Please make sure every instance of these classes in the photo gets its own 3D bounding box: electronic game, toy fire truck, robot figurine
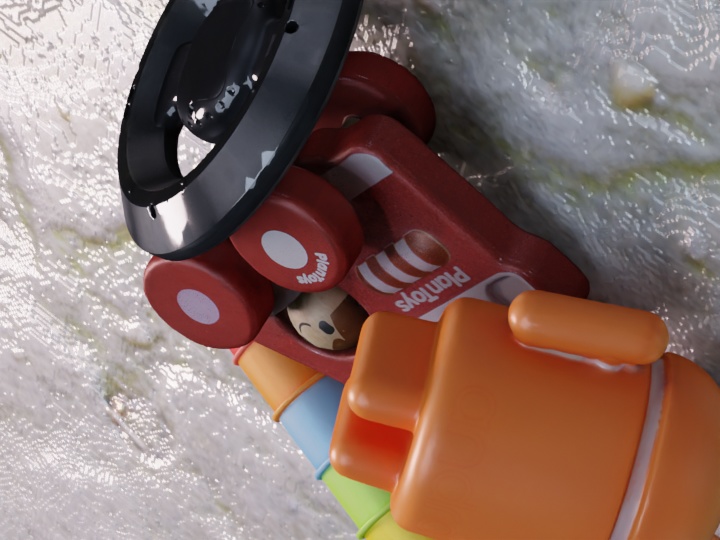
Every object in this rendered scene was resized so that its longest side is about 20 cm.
[{"bbox_3d":[-0.058,-0.098,1.231,0.042,0.201,0.200,25,150,-26],"label":"electronic game"},{"bbox_3d":[0.000,0.000,1.289,0.168,0.112,0.200,42,142,-12],"label":"toy fire truck"},{"bbox_3d":[0.089,0.082,1.202,0.199,0.117,0.144,15,90,-1],"label":"robot figurine"}]

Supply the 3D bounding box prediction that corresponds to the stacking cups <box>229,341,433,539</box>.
[{"bbox_3d":[-0.011,0.079,1.389,0.200,0.060,0.061,54,141,12],"label":"stacking cups"}]
